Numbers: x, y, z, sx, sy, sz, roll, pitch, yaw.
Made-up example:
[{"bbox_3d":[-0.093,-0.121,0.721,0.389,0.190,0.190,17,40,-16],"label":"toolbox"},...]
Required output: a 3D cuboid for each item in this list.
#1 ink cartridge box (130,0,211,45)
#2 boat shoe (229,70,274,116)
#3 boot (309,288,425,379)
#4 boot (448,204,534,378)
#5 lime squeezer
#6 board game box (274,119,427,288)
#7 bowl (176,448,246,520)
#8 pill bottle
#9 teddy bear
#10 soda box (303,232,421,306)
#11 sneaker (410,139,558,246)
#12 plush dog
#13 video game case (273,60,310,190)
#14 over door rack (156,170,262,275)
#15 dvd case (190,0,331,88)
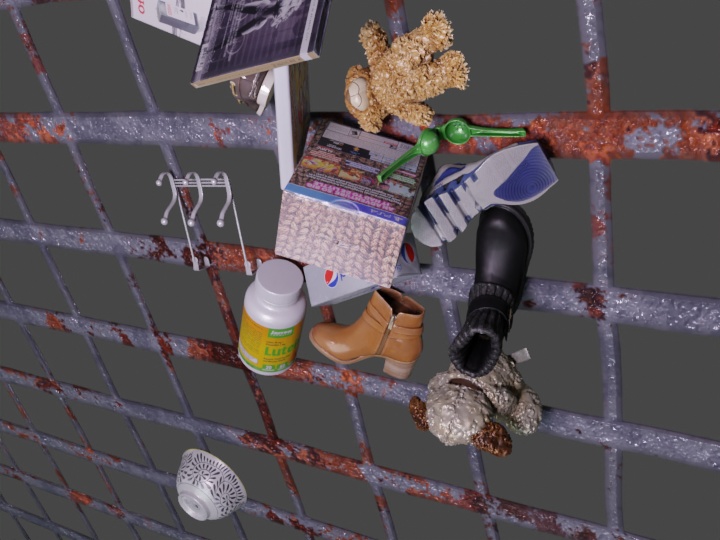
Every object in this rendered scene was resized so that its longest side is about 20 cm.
[{"bbox_3d":[-0.217,-0.393,1.072,0.197,0.085,0.148,26,134,17],"label":"ink cartridge box"},{"bbox_3d":[-0.145,-0.255,1.073,0.059,0.200,0.073,23,96,-10],"label":"boat shoe"},{"bbox_3d":[0.013,0.088,1.308,0.196,0.074,0.157,16,134,7],"label":"boot"},{"bbox_3d":[0.178,0.027,1.079,0.078,0.158,0.214,12,130,26],"label":"boot"},{"bbox_3d":[0.109,-0.162,1.024,0.196,0.072,0.038,-17,145,-2],"label":"lime squeezer"},{"bbox_3d":[-0.007,-0.094,1.044,0.156,0.201,0.098,16,128,4],"label":"board game box"},{"bbox_3d":[-0.383,0.543,1.927,0.197,0.094,0.204,18,131,21],"label":"bowl"},{"bbox_3d":[-0.153,0.080,1.384,0.110,0.111,0.202,28,135,12],"label":"pill bottle"},{"bbox_3d":[0.050,-0.250,1.014,0.197,0.067,0.147,1,122,34],"label":"teddy bear"},{"bbox_3d":[0.000,0.000,1.234,0.198,0.063,0.070,-21,78,43],"label":"soda box"},{"bbox_3d":[0.152,-0.118,1.042,0.197,0.116,0.081,-27,113,13],"label":"sneaker"},{"bbox_3d":[0.169,0.197,1.210,0.196,0.172,0.163,12,130,27],"label":"plush dog"},{"bbox_3d":[-0.088,-0.240,1.040,0.022,0.184,0.203,3,130,2],"label":"video game case"},{"bbox_3d":[-0.268,-0.074,1.374,0.145,0.067,0.203,5,126,33],"label":"over door rack"},{"bbox_3d":[-0.112,-0.298,0.922,0.197,0.152,0.016,-3,159,37],"label":"dvd case"}]
